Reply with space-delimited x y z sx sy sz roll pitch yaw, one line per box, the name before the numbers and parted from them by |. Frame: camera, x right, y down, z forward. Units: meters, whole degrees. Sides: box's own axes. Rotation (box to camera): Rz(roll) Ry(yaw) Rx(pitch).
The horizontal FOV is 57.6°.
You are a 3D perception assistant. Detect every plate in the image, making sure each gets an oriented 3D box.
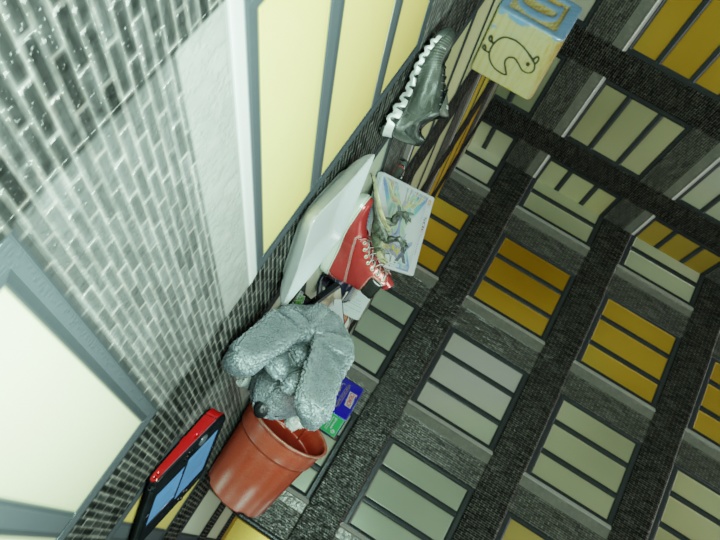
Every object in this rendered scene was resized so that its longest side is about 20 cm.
plate | -0.059 -0.067 1.000 0.200 0.032 0.201 -53 172 -44

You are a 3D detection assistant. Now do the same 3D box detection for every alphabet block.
alphabet block | 0.442 -0.621 1.752 0.197 0.195 0.201 -53 171 -35

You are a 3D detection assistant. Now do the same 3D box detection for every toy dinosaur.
toy dinosaur | 0.054 -0.083 1.261 0.047 0.088 0.201 -41 138 -47

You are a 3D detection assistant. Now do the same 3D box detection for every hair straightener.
hair straightener | 0.053 -0.178 1.440 0.201 0.041 0.077 -61 177 -34

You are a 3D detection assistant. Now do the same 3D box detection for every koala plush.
koala plush | -0.111 0.164 1.006 0.184 0.177 0.201 -53 174 -45

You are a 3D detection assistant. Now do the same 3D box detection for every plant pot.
plant pot | -0.207 0.394 1.381 0.196 0.200 0.201 -51 175 7

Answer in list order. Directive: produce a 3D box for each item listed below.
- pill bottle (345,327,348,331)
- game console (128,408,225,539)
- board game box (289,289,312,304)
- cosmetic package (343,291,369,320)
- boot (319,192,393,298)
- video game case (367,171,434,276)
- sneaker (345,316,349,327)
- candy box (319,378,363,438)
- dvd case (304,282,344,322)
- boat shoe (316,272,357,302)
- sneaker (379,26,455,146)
pill bottle | -0.120 0.180 1.326 0.201 0.114 0.114 -59 174 -13
game console | -0.287 0.324 1.029 0.177 0.031 0.201 -52 170 -54
board game box | -0.097 0.117 1.206 0.105 0.023 0.200 -57 145 -11
cosmetic package | 0.000 0.000 1.484 0.201 0.101 0.074 -62 -175 20
boot | 0.018 -0.041 1.248 0.072 0.144 0.201 -49 167 -50
video game case | 0.076 -0.093 1.386 0.199 0.022 0.184 15 90 -51
sneaker | -0.100 0.160 1.737 0.201 0.076 0.085 -57 154 -35
candy box | -0.111 0.341 1.805 0.077 0.199 0.169 -61 174 25
dvd case | -0.101 0.126 1.170 0.200 0.017 0.144 -36 137 -36
boat shoe | -0.029 -0.015 1.370 0.093 0.074 0.201 -17 129 -57
sneaker | 0.115 -0.291 1.068 0.201 0.090 0.066 -61 175 12
